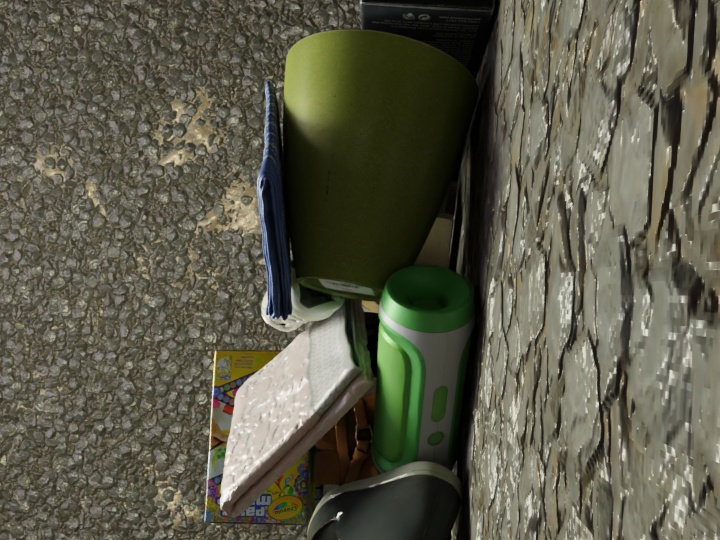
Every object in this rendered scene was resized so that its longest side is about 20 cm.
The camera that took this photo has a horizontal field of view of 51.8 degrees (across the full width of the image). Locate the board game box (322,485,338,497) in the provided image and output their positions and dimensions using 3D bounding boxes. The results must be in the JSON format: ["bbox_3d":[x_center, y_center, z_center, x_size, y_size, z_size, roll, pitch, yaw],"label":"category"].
[{"bbox_3d":[-0.029,0.224,1.027,0.200,0.034,0.129,-83,-6,-80],"label":"board game box"}]

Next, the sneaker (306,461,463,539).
[{"bbox_3d":[0.001,0.246,0.645,0.200,0.074,0.107,-43,13,40],"label":"sneaker"}]

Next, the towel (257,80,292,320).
[{"bbox_3d":[-0.080,-0.068,0.679,0.201,0.023,0.147,-100,7,-56],"label":"towel"}]

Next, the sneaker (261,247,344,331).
[{"bbox_3d":[-0.068,0.032,0.783,0.082,0.075,0.200,-56,9,2],"label":"sneaker"}]

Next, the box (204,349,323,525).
[{"bbox_3d":[-0.111,0.213,0.936,0.200,0.119,0.197,79,-169,-75],"label":"box"}]

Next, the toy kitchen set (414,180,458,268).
[{"bbox_3d":[0.000,0.000,0.854,0.164,0.196,0.183,-72,-12,-50],"label":"toy kitchen set"}]

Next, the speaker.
[{"bbox_3d":[0.053,0.101,0.654,0.089,0.087,0.203,-83,-4,-59],"label":"speaker"}]

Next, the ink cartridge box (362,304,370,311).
[{"bbox_3d":[0.041,0.047,1.081,0.085,0.142,0.204,-85,-2,-68],"label":"ink cartridge box"}]

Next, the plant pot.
[{"bbox_3d":[0.002,-0.081,0.682,0.187,0.183,0.204,83,-162,-79],"label":"plant pot"}]

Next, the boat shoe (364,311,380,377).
[{"bbox_3d":[0.013,0.078,0.800,0.073,0.198,0.076,28,-102,-42],"label":"boat shoe"}]

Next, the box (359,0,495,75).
[{"bbox_3d":[0.063,-0.297,0.702,0.200,0.115,0.201,66,-153,-83],"label":"box"}]

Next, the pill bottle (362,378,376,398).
[{"bbox_3d":[0.044,0.212,0.998,0.201,0.111,0.115,90,-176,-55],"label":"pill bottle"}]

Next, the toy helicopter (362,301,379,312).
[{"bbox_3d":[0.001,0.023,0.940,0.079,0.200,0.132,-49,-6,35],"label":"toy helicopter"}]

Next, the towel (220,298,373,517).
[{"bbox_3d":[-0.066,0.119,0.738,0.191,0.032,0.200,-45,17,12],"label":"towel"}]

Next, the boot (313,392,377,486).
[{"bbox_3d":[0.021,0.160,0.859,0.077,0.152,0.204,-63,-24,-84],"label":"boot"}]
